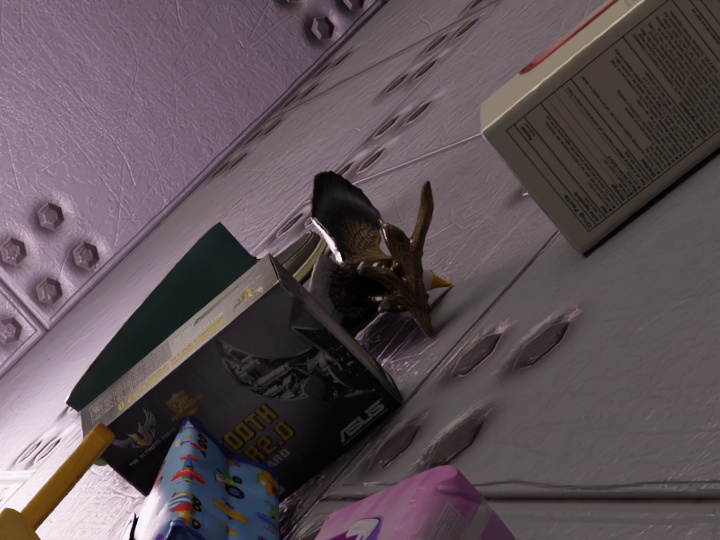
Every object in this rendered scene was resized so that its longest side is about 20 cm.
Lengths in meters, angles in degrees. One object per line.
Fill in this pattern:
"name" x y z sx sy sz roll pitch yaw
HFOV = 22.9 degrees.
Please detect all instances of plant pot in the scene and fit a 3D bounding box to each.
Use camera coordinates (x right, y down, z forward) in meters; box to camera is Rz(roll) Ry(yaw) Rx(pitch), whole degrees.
"plant pot" -0.123 0.087 1.500 0.201 0.161 0.201 -50 2 2

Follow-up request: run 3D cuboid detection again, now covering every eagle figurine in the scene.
"eagle figurine" 0.006 0.003 1.550 0.152 0.151 0.200 -54 25 -10

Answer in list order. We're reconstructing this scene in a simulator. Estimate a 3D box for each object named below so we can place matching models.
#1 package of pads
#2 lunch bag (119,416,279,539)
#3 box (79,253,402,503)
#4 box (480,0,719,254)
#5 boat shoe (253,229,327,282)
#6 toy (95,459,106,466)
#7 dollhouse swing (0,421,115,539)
"package of pads" -0.005 0.204 0.961 0.120 0.076 0.200 -29 17 40
"lunch bag" -0.151 0.236 1.317 0.200 0.094 0.151 -51 17 18
"box" -0.092 0.106 1.379 0.200 0.158 0.048 -39 31 8
"box" 0.205 -0.132 1.370 0.200 0.128 0.109 -38 12 14
"boat shoe" -0.127 0.017 2.046 0.201 0.066 0.072 -42 11 -3
"toy" -0.229 0.159 1.912 0.200 0.047 0.115 -36 16 40
"dollhouse swing" -0.219 0.245 1.288 0.175 0.182 0.200 -32 -9 -36
